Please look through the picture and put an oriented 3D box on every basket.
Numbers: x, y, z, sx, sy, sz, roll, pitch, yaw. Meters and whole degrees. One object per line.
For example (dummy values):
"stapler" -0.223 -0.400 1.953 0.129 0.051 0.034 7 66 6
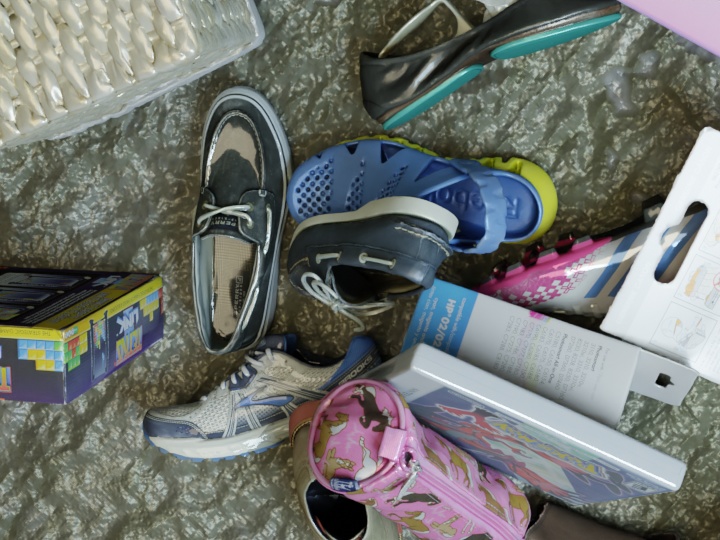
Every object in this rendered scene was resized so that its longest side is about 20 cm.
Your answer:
"basket" -0.203 -0.206 1.143 0.196 0.161 0.202 -22 99 16

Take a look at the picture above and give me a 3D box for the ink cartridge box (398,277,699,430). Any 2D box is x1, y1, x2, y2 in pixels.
"ink cartridge box" 0.130 0.080 1.150 0.198 0.115 0.069 19 75 9

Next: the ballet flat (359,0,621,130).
"ballet flat" 0.083 -0.168 1.141 0.198 0.068 0.069 -24 88 17

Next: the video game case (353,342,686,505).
"video game case" 0.100 0.112 1.121 0.198 0.182 0.023 24 74 -9

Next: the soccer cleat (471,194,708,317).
"soccer cleat" 0.176 0.009 1.154 0.198 0.070 0.087 -22 96 17

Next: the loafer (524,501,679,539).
"loafer" 0.147 0.210 1.203 0.197 0.073 0.072 -5 102 14

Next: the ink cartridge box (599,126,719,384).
"ink cartridge box" 0.284 0.005 1.116 0.198 0.050 0.162 23 107 -6

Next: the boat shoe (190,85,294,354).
"boat shoe" -0.090 -0.033 1.207 0.071 0.071 0.203 2 103 13

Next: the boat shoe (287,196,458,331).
"boat shoe" 0.000 0.000 1.144 0.074 0.199 0.063 29 68 -27

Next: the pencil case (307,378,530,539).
"pencil case" 0.045 0.148 1.131 0.082 0.200 0.087 -27 52 19

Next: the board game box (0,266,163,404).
"board game box" -0.254 0.044 1.196 0.163 0.200 0.058 4 102 13

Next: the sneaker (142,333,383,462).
"sneaker" -0.072 0.089 1.234 0.197 0.077 0.086 -9 99 5

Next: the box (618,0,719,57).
"box" 0.255 -0.184 1.024 0.175 0.200 0.097 30 107 4

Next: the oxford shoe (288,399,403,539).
"oxford shoe" -0.013 0.188 1.200 0.070 0.075 0.201 -13 131 10

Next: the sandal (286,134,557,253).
"sandal" 0.039 -0.052 1.166 0.197 0.087 0.081 2 105 15
